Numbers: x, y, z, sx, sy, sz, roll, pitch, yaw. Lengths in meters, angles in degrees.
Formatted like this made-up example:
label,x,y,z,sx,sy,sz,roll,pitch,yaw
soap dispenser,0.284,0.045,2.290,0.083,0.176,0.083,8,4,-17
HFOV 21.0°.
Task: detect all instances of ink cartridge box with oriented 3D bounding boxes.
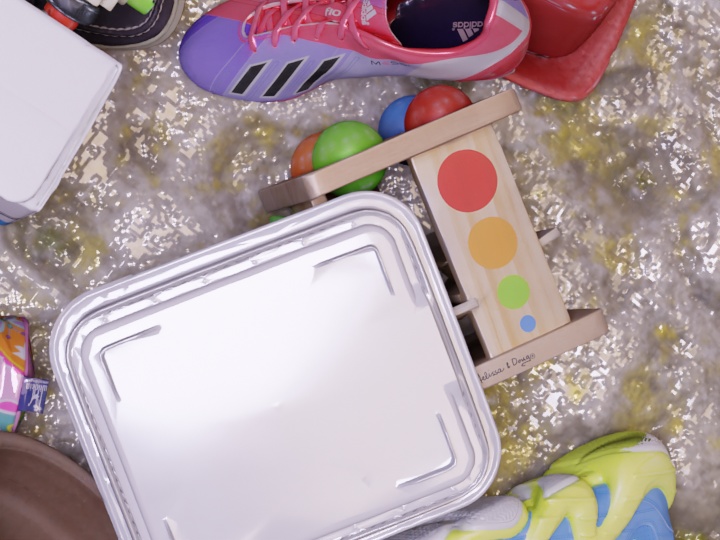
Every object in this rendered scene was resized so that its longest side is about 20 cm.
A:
label,x,y,z,sx,sy,sz,roll,pitch,yaw
ink cartridge box,-0.208,-0.095,0.952,0.146,0.200,0.086,33,80,-12

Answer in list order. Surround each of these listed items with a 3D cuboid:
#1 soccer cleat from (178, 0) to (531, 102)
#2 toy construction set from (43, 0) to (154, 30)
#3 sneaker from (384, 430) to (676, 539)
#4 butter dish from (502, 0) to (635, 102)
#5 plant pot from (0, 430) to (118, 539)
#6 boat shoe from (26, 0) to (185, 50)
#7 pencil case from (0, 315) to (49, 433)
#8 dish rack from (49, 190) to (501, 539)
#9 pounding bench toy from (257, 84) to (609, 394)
label,x,y,z,sx,sy,sz,roll,pitch,yaw
soccer cleat,-0.008,-0.130,1.039,0.199,0.076,0.067,0,79,15
toy construction set,-0.154,-0.182,0.925,0.199,0.131,0.092,19,109,-15
sneaker,0.100,0.170,1.094,0.199,0.076,0.105,-21,95,-16
butter dish,0.095,-0.219,1.066,0.199,0.148,0.200,24,83,-14
plant pot,-0.196,0.209,0.957,0.174,0.200,0.200,-37,99,17
boat shoe,-0.188,-0.165,0.996,0.199,0.065,0.072,25,103,11
pencil case,-0.265,0.054,0.993,0.199,0.087,0.088,8,86,-17
dish rack,-0.041,0.066,0.960,0.199,0.044,0.172,-21,93,-3
pounding bench toy,0.000,0.000,1.046,0.199,0.124,0.156,-24,94,-14
